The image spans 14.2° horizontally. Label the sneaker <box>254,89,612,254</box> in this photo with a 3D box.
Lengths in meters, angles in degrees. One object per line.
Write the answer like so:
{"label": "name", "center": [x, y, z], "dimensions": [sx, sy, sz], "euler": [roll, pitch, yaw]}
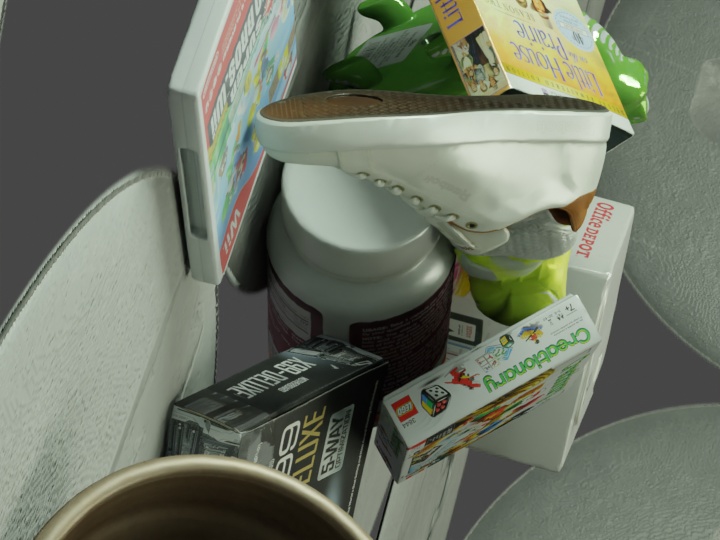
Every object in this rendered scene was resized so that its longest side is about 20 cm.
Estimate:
{"label": "sneaker", "center": [0.038, -0.048, 1.502], "dimensions": [0.073, 0.199, 0.085], "euler": [-144, -122, -63]}

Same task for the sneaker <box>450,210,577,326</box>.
{"label": "sneaker", "center": [0.092, -0.048, 1.664], "dimensions": [0.200, 0.075, 0.106], "euler": [89, 12, -66]}

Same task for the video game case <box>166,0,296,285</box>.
{"label": "video game case", "center": [-0.062, -0.098, 1.444], "dimensions": [0.200, 0.017, 0.144], "euler": [90, 16, -64]}

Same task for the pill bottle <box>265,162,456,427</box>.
{"label": "pill bottle", "center": [0.000, 0.000, 1.720], "dimensions": [0.200, 0.113, 0.115], "euler": [93, 14, -59]}

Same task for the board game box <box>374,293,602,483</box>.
{"label": "board game box", "center": [0.071, 0.072, 1.694], "dimensions": [0.126, 0.035, 0.200], "euler": [-29, 172, -5]}

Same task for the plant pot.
{"label": "plant pot", "center": [-0.087, 0.211, 1.317], "dimensions": [0.175, 0.199, 0.201], "euler": [123, -11, -54]}

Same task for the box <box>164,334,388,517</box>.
{"label": "box", "center": [-0.061, 0.150, 1.639], "dimensions": [0.157, 0.050, 0.201], "euler": [-23, 130, -57]}

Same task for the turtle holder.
{"label": "turtle holder", "center": [0.079, -0.111, 1.776], "dimensions": [0.141, 0.185, 0.132], "euler": [-100, 164, -67]}

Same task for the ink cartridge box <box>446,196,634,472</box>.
{"label": "ink cartridge box", "center": [0.065, 0.019, 1.903], "dimensions": [0.147, 0.199, 0.145], "euler": [-57, 161, -67]}

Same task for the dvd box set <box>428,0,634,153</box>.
{"label": "dvd box set", "center": [0.076, -0.167, 1.639], "dimensions": [0.146, 0.029, 0.201], "euler": [15, 49, -55]}
